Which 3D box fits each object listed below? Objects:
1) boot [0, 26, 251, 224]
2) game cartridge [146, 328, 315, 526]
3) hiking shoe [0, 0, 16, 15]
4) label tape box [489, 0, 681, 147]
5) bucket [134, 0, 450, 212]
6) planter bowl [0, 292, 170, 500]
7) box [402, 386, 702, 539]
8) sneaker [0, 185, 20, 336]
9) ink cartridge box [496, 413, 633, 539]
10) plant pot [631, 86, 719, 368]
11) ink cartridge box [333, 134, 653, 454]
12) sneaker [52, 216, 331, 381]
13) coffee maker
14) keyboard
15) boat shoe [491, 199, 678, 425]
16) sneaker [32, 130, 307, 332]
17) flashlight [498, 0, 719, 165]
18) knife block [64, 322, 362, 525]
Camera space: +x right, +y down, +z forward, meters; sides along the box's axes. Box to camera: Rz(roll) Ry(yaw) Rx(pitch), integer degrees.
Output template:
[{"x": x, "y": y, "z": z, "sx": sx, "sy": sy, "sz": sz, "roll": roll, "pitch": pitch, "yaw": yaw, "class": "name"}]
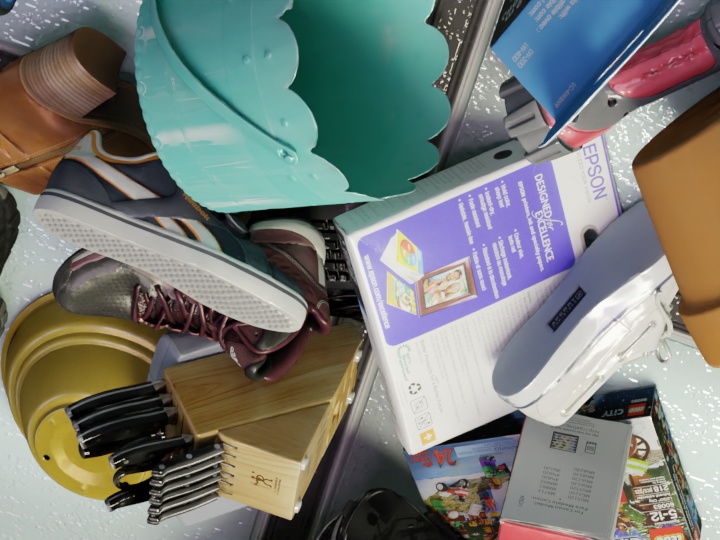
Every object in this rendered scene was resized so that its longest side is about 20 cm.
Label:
[{"x": -0.187, "y": -0.082, "z": 1.736, "sx": 0.154, "sy": 0.074, "sz": 0.200, "roll": -28, "pitch": 117, "yaw": 39, "class": "boot"}, {"x": -0.097, "y": 0.106, "z": 1.798, "sx": 0.132, "sy": 0.041, "sz": 0.201, "roll": -21, "pitch": 140, "yaw": -22, "class": "game cartridge"}, {"x": -0.202, "y": -0.240, "z": 1.616, "sx": 0.086, "sy": 0.075, "sz": 0.200, "roll": 30, "pitch": 127, "yaw": -6, "class": "hiking shoe"}, {"x": 0.147, "y": -0.186, "z": 1.479, "sx": 0.066, "sy": 0.201, "sz": 0.143, "roll": 35, "pitch": 126, "yaw": -9, "class": "label tape box"}, {"x": -0.045, "y": -0.135, "z": 1.572, "sx": 0.134, "sy": 0.208, "sz": 0.208, "roll": -8, "pitch": 123, "yaw": 30, "class": "bucket"}, {"x": -0.198, "y": 0.117, "z": 1.863, "sx": 0.198, "sy": 0.084, "sz": 0.202, "roll": 7, "pitch": 126, "yaw": 10, "class": "planter bowl"}, {"x": 0.148, "y": 0.166, "z": 1.831, "sx": 0.198, "sy": 0.038, "sz": 0.137, "roll": -10, "pitch": 121, "yaw": 22, "class": "box"}, {"x": -0.309, "y": 0.001, "z": 1.807, "sx": 0.079, "sy": 0.076, "sz": 0.201, "roll": 27, "pitch": 138, "yaw": 8, "class": "sneaker"}, {"x": 0.135, "y": 0.234, "z": 1.748, "sx": 0.083, "sy": 0.176, "sz": 0.201, "roll": 11, "pitch": 126, "yaw": 7, "class": "ink cartridge box"}, {"x": 0.269, "y": -0.051, "z": 1.558, "sx": 0.199, "sy": 0.200, "sz": 0.140, "roll": -33, "pitch": 97, "yaw": 32, "class": "plant pot"}, {"x": 0.097, "y": 0.012, "z": 1.710, "sx": 0.199, "sy": 0.043, "sz": 0.199, "roll": -21, "pitch": 122, "yaw": -8, "class": "ink cartridge box"}, {"x": -0.112, "y": 0.029, "z": 1.684, "sx": 0.198, "sy": 0.116, "sz": 0.076, "roll": -9, "pitch": 148, "yaw": -10, "class": "sneaker"}, {"x": 0.004, "y": 0.274, "z": 1.881, "sx": 0.191, "sy": 0.136, "sz": 0.200, "roll": 28, "pitch": 143, "yaw": -27, "class": "coffee maker"}, {"x": 0.000, "y": 0.000, "z": 1.753, "sx": 0.198, "sy": 0.040, "sz": 0.105, "roll": 1, "pitch": 124, "yaw": 16, "class": "keyboard"}, {"x": 0.189, "y": 0.034, "z": 1.689, "sx": 0.086, "sy": 0.075, "sz": 0.202, "roll": 35, "pitch": 101, "yaw": -32, "class": "boat shoe"}, {"x": -0.118, "y": -0.031, "z": 1.633, "sx": 0.199, "sy": 0.080, "sz": 0.078, "roll": 26, "pitch": 159, "yaw": -3, "class": "sneaker"}, {"x": 0.189, "y": -0.136, "z": 1.588, "sx": 0.199, "sy": 0.068, "sz": 0.068, "roll": -25, "pitch": 114, "yaw": 30, "class": "flashlight"}, {"x": -0.109, "y": 0.099, "z": 1.719, "sx": 0.174, "sy": 0.201, "sz": 0.064, "roll": 20, "pitch": 135, "yaw": 8, "class": "knife block"}]
